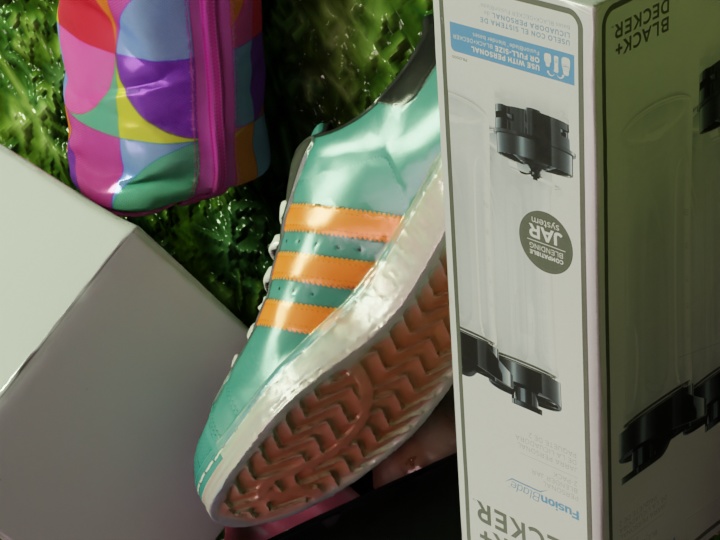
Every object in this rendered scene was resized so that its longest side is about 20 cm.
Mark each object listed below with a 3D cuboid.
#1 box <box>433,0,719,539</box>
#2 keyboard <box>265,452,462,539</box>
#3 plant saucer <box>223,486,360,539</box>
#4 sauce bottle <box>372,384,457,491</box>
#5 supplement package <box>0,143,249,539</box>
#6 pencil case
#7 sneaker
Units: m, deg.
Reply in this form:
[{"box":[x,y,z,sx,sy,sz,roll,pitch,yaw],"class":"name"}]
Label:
[{"box":[0.083,-0.009,0.654,0.060,0.116,0.201,19,126,39],"class":"box"},{"box":[0.004,0.134,0.758,0.199,0.040,0.105,-27,48,24],"class":"keyboard"},{"box":[0.001,0.169,0.851,0.201,0.051,0.201,49,159,25],"class":"plant saucer"},{"box":[0.048,0.094,0.796,0.201,0.064,0.065,56,141,10],"class":"sauce bottle"},{"box":[-0.131,0.032,0.845,0.117,0.117,0.200,44,172,-36],"class":"supplement package"},{"box":[-0.075,-0.119,0.787,0.088,0.088,0.201,27,132,35],"class":"pencil case"},{"box":[0.000,0.000,0.755,0.200,0.071,0.080,-52,51,16],"class":"sneaker"}]
